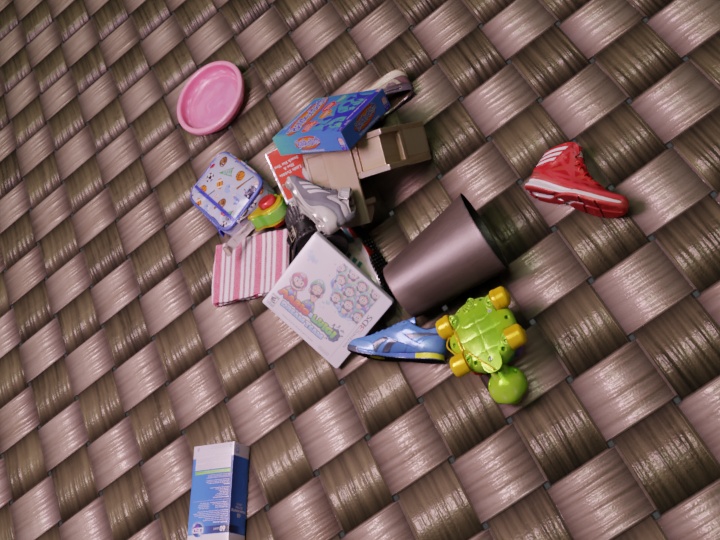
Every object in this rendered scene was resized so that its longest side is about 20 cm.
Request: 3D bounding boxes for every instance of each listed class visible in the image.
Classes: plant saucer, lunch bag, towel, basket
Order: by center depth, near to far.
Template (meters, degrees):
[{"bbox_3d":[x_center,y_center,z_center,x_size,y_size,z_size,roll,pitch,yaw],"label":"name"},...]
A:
[{"bbox_3d":[0.151,-0.014,1.497,0.199,0.136,0.182,-37,48,15],"label":"basket"},{"bbox_3d":[-0.239,-0.005,1.774,0.196,0.030,0.150,-12,64,22],"label":"towel"},{"bbox_3d":[-0.295,-0.168,1.844,0.161,0.075,0.199,-51,51,0],"label":"lunch bag"},{"bbox_3d":[-0.365,-0.422,2.012,0.197,0.051,0.205,-11,65,25],"label":"plant saucer"}]

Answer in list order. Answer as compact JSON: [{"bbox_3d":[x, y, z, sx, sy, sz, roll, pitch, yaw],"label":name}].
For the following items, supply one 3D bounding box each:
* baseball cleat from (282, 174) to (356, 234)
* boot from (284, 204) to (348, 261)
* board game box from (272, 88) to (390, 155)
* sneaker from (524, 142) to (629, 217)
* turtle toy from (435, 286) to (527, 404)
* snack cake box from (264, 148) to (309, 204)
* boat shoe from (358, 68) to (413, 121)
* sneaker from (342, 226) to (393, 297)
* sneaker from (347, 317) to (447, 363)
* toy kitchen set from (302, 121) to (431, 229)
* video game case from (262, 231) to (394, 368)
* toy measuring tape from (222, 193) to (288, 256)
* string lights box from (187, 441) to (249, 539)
[{"bbox_3d":[-0.072,-0.139,1.582,0.105,0.071,0.200,-28,46,-13],"label":"baseball cleat"},{"bbox_3d":[-0.096,-0.082,1.649,0.211,0.078,0.161,-39,49,50],"label":"boot"},{"bbox_3d":[-0.059,-0.291,1.595,0.197,0.045,0.153,2,42,44],"label":"board game box"},{"bbox_3d":[0.401,-0.173,1.457,0.197,0.078,0.117,20,80,33],"label":"sneaker"},{"bbox_3d":[0.226,0.136,1.404,0.144,0.101,0.203,-28,58,16],"label":"turtle toy"},{"bbox_3d":[-0.090,-0.234,1.711,0.197,0.067,0.117,-26,92,2],"label":"snack cake box"},{"bbox_3d":[0.028,-0.353,1.750,0.198,0.072,0.065,-36,52,4],"label":"boat shoe"},{"bbox_3d":[0.000,0.000,1.620,0.093,0.070,0.202,-45,53,23],"label":"sneaker"},{"bbox_3d":[0.070,0.129,1.512,0.196,0.066,0.080,-1,76,23],"label":"sneaker"},{"bbox_3d":[0.024,-0.189,1.647,0.197,0.179,0.167,-11,97,36],"label":"toy kitchen set"},{"bbox_3d":[-0.064,0.059,1.556,0.199,0.024,0.183,41,109,1],"label":"video game case"},{"bbox_3d":[-0.214,-0.104,1.754,0.073,0.074,0.200,24,60,34],"label":"toy measuring tape"},{"bbox_3d":[-0.277,0.445,1.576,0.101,0.059,0.204,-12,64,25],"label":"string lights box"}]
